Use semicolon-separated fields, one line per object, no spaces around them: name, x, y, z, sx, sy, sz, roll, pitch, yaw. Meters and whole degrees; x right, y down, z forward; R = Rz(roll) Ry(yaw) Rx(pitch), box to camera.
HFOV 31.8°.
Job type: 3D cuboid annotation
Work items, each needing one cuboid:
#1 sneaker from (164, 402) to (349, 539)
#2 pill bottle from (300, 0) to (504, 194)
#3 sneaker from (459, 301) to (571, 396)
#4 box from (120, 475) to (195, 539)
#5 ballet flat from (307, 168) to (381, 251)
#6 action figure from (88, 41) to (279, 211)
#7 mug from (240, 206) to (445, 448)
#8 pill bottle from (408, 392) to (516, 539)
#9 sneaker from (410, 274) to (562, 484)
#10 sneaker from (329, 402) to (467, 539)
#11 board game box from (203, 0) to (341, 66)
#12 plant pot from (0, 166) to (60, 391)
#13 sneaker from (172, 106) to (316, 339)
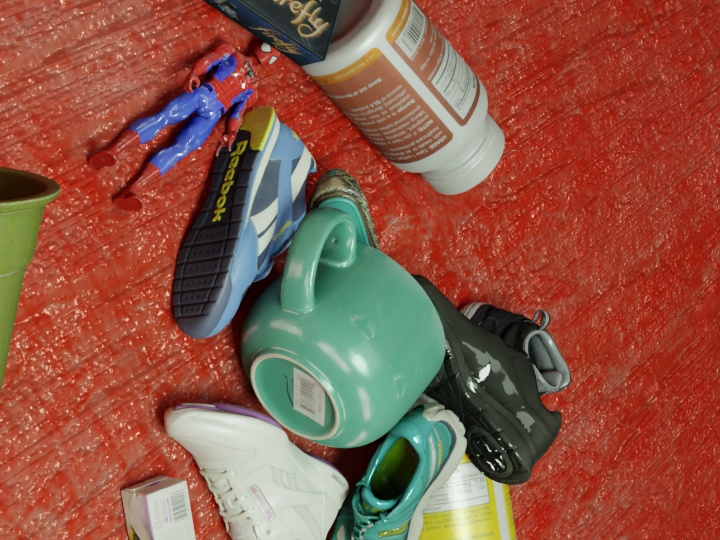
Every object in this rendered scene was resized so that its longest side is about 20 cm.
sneaker;-0.086;0.175;1.021;0.200;0.075;0.100;40;61;-37
pill bottle;0.042;-0.161;1.131;0.200;0.112;0.113;44;60;-35
sneaker;0.138;0.130;1.218;0.075;0.113;0.202;10;82;-44
box;-0.146;0.262;0.985;0.041;0.039;0.202;-15;100;-42
ballet flat;0.000;0.000;1.115;0.075;0.067;0.201;-83;162;-60
action figure;-0.128;-0.127;1.009;0.200;0.051;0.066;-50;118;-36
mug;-0.032;0.056;1.026;0.185;0.152;0.114;53;50;-12
pill bottle;0.080;0.204;1.153;0.114;0.114;0.202;-4;84;-45
sneaker;0.099;0.085;1.096;0.091;0.076;0.201;-36;95;-36
sneaker;0.015;0.198;1.078;0.079;0.077;0.201;-11;130;-59
board game box;-0.090;-0.271;1.008;0.199;0.034;0.136;28;70;-41
plant pot;-0.289;0.037;0.767;0.199;0.199;0.191;-5;106;-45
sneaker;-0.088;-0.031;1.027;0.082;0.074;0.201;36;66;-40
